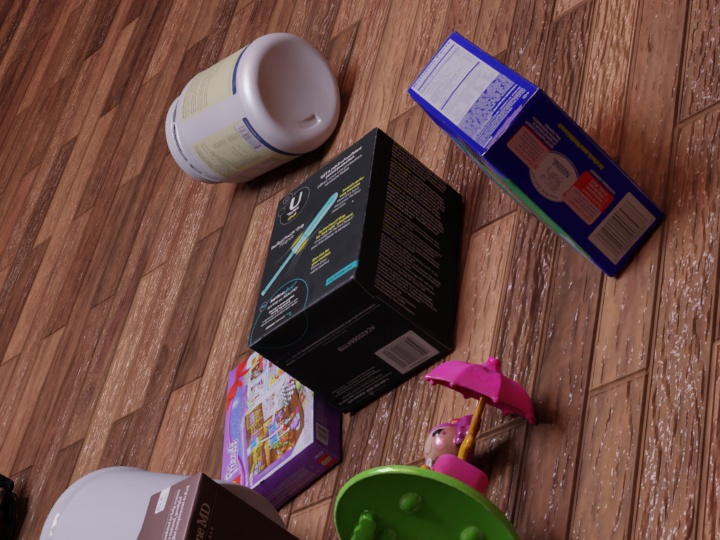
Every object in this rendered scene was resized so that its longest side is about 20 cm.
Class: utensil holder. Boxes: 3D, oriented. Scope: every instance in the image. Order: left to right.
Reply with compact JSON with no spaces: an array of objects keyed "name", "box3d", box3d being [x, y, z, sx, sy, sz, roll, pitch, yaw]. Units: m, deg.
[{"name":"utensil holder","box3d":[-0.176,0.267,1.479,0.199,0.169,0.171,-7,52,53]}]

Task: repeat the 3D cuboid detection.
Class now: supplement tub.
[{"name":"supplement tub","box3d":[-0.134,-0.189,1.966,0.199,0.144,0.146,-19,42,50]}]

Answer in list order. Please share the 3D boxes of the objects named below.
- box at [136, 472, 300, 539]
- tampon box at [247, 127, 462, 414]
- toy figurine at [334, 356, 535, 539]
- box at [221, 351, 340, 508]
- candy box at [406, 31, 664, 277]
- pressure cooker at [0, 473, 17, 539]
[{"name":"box","box3d":[-0.086,0.258,1.295,0.075,0.199,0.101,-30,35,39]},{"name":"tampon box","box3d":[0.000,0.000,1.539,0.149,0.126,0.202,-33,32,35]},{"name":"toy figurine","box3d":[0.071,0.160,1.278,0.185,0.149,0.201,-62,-1,-45]},{"name":"box","box3d":[-0.078,0.141,1.602,0.137,0.039,0.201,-39,30,27]},{"name":"candy box","box3d":[0.142,-0.101,1.374,0.077,0.169,0.200,-47,26,5]},{"name":"pressure cooker","box3d":[-0.526,0.308,1.992,0.177,0.198,0.179,-65,-2,24]}]
